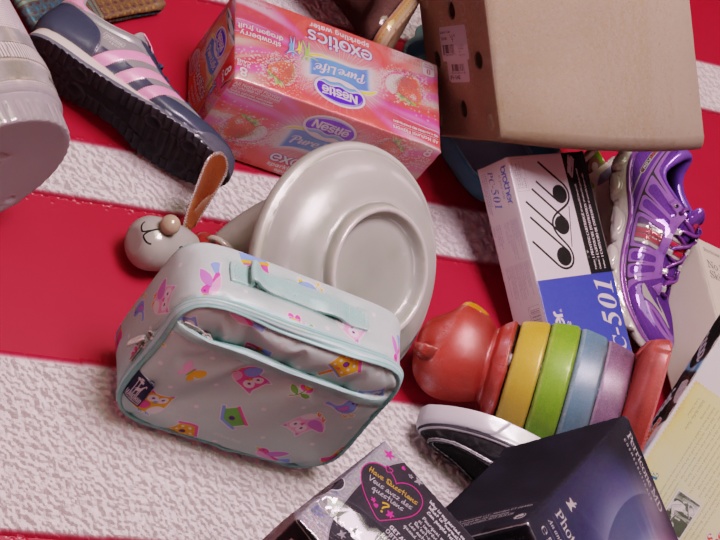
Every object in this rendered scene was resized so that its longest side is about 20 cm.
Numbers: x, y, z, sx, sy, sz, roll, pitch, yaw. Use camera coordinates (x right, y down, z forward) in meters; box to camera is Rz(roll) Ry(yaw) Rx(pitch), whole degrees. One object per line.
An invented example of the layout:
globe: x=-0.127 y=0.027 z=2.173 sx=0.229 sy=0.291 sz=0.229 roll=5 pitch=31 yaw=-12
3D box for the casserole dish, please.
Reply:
casserole dish: x=0.105 y=-0.138 z=1.921 sx=0.121 sy=0.039 sz=0.201 roll=-16 pitch=69 yaw=-42

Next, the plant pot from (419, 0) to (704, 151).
plant pot: x=0.161 y=-0.193 z=1.813 sx=0.176 sy=0.200 sz=0.201 roll=-12 pitch=100 yaw=-21

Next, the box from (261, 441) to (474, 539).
box: x=-0.020 y=0.231 z=1.430 sx=0.132 sy=0.200 sz=0.115 roll=48 pitch=42 yaw=6

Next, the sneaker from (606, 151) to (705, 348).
sneaker: x=0.265 y=-0.022 z=1.866 sx=0.081 sy=0.083 sz=0.201 roll=30 pitch=57 yaw=-59

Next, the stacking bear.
stacking bear: x=0.139 y=0.085 z=1.705 sx=0.199 sy=0.121 sz=0.114 roll=16 pitch=89 yaw=5

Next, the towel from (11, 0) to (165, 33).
towel: x=-0.268 y=-0.289 z=1.786 sx=0.146 sy=0.022 sz=0.201 roll=-19 pitch=72 yaw=-42

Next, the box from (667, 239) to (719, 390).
box: x=0.319 y=0.078 z=1.876 sx=0.082 sy=0.068 sz=0.201 roll=21 pitch=47 yaw=-41

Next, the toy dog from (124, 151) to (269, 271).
toy dog: x=-0.079 y=-0.034 z=1.667 sx=0.132 sy=0.096 sz=0.200 roll=51 pitch=44 yaw=9

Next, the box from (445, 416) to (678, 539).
box: x=0.150 y=0.241 z=1.535 sx=0.198 sy=0.123 sz=0.201 roll=-36 pitch=104 yaw=-57

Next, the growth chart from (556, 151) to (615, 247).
growth chart: x=0.213 y=-0.043 z=1.908 sx=0.200 sy=0.018 sz=0.145 roll=-22 pitch=93 yaw=-43

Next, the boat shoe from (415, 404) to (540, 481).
boat shoe: x=0.129 y=0.174 z=1.679 sx=0.199 sy=0.072 sz=0.068 roll=28 pitch=68 yaw=-6

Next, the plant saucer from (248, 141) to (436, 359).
plant saucer: x=0.000 y=0.000 z=1.652 sx=0.199 sy=0.050 sz=0.201 roll=-6 pitch=99 yaw=-42

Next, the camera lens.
camera lens: x=-0.320 y=-0.148 z=1.537 sx=0.160 sy=0.160 sz=0.201 roll=-14 pitch=66 yaw=-41

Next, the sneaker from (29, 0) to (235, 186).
sneaker: x=-0.174 y=-0.150 z=1.705 sx=0.200 sy=0.070 sz=0.082 roll=38 pitch=52 yaw=-7

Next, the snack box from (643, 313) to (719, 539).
snack box: x=0.300 y=0.148 z=1.758 sx=0.116 sy=0.037 sz=0.200 roll=35 pitch=83 yaw=-7

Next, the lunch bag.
lunch bag: x=-0.077 y=0.064 z=1.547 sx=0.199 sy=0.160 sz=0.077 roll=19 pitch=48 yaw=-24

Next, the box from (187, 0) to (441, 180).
box: x=-0.039 y=-0.141 z=1.779 sx=0.199 sy=0.095 sz=0.103 roll=18 pitch=49 yaw=-23

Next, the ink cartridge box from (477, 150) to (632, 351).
ink cartridge box: x=0.170 y=0.000 z=1.815 sx=0.094 sy=0.044 sz=0.201 roll=-7 pitch=80 yaw=-39

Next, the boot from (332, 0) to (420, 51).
boot: x=-0.030 y=-0.263 z=1.882 sx=0.166 sy=0.073 sz=0.200 roll=27 pitch=24 yaw=-6
